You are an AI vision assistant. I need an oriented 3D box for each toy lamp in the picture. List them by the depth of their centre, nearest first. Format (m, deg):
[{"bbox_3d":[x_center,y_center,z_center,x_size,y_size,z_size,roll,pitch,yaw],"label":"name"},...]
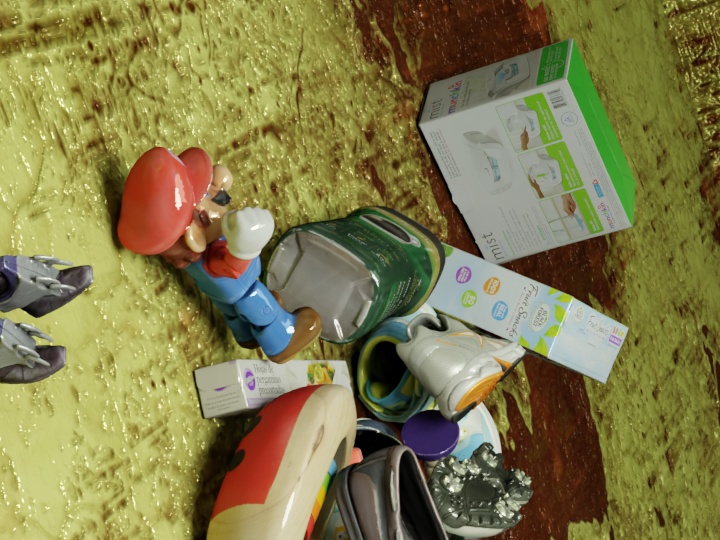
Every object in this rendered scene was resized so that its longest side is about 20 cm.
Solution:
[{"bbox_3d":[0.075,0.206,1.641,0.201,0.058,0.058,81,12,-45],"label":"toy lamp"}]

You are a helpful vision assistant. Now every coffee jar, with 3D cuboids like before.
[{"bbox_3d":[0.000,0.000,1.594,0.104,0.086,0.200,31,18,15],"label":"coffee jar"}]

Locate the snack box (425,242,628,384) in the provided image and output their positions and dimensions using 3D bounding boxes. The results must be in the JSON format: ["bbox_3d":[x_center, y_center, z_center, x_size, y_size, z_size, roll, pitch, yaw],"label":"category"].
[{"bbox_3d":[0.137,0.034,1.771,0.169,0.199,0.068,25,90,-62],"label":"snack box"}]

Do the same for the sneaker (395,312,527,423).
[{"bbox_3d":[0.085,0.071,1.614,0.092,0.076,0.200,44,9,8],"label":"sneaker"}]

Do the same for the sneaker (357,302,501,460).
[{"bbox_3d":[0.056,0.132,1.677,0.201,0.079,0.131,61,22,-6],"label":"sneaker"}]

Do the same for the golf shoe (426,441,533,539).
[{"bbox_3d":[0.085,0.200,1.502,0.077,0.088,0.200,43,11,13],"label":"golf shoe"}]

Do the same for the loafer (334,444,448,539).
[{"bbox_3d":[0.045,0.221,1.320,0.072,0.063,0.201,-3,63,-53],"label":"loafer"}]

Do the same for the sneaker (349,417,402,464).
[{"bbox_3d":[0.009,0.161,1.534,0.200,0.084,0.075,-16,90,-68],"label":"sneaker"}]

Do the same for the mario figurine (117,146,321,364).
[{"bbox_3d":[-0.096,-0.025,1.368,0.200,0.123,0.106,53,34,-40],"label":"mario figurine"}]

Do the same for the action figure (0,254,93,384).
[{"bbox_3d":[-0.246,0.000,1.072,0.200,0.069,0.131,32,56,-53],"label":"action figure"}]

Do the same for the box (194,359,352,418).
[{"bbox_3d":[-0.065,0.093,1.464,0.200,0.041,0.039,6,69,-65],"label":"box"}]

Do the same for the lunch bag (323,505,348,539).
[{"bbox_3d":[0.016,0.295,1.411,0.170,0.121,0.201,50,33,-34],"label":"lunch bag"}]

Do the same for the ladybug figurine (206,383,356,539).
[{"bbox_3d":[-0.058,0.161,1.356,0.200,0.072,0.136,-64,166,-45],"label":"ladybug figurine"}]

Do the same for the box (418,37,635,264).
[{"bbox_3d":[0.185,-0.125,2.013,0.200,0.176,0.097,61,26,-28],"label":"box"}]
